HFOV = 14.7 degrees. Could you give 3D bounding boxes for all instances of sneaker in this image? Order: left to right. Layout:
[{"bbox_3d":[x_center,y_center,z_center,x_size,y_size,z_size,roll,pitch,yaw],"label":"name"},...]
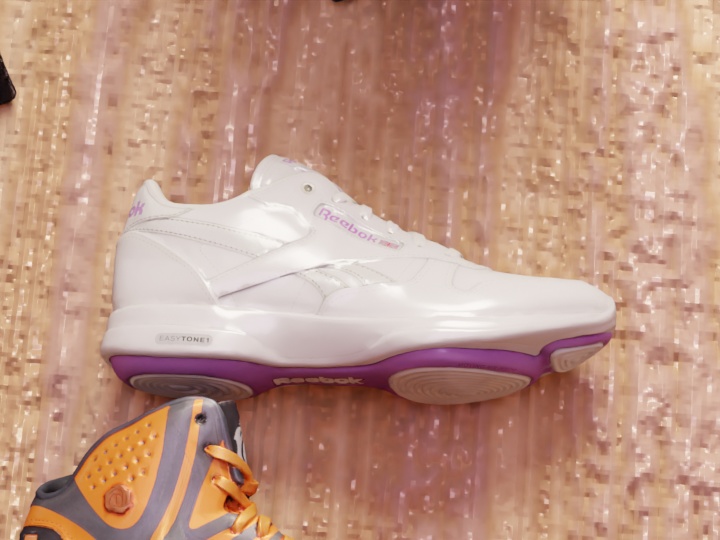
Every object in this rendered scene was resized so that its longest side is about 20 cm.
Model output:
[{"bbox_3d":[-0.032,0.103,1.044,0.200,0.078,0.112,3,71,0],"label":"sneaker"},{"bbox_3d":[0.000,0.000,1.083,0.200,0.075,0.100,2,71,0],"label":"sneaker"}]

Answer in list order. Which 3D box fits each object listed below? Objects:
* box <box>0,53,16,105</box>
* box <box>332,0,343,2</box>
[{"bbox_3d":[-0.226,-0.166,1.085,0.104,0.182,0.200,-22,71,-8],"label":"box"},{"bbox_3d":[0.009,-0.246,1.109,0.123,0.200,0.198,-17,70,-6],"label":"box"}]
